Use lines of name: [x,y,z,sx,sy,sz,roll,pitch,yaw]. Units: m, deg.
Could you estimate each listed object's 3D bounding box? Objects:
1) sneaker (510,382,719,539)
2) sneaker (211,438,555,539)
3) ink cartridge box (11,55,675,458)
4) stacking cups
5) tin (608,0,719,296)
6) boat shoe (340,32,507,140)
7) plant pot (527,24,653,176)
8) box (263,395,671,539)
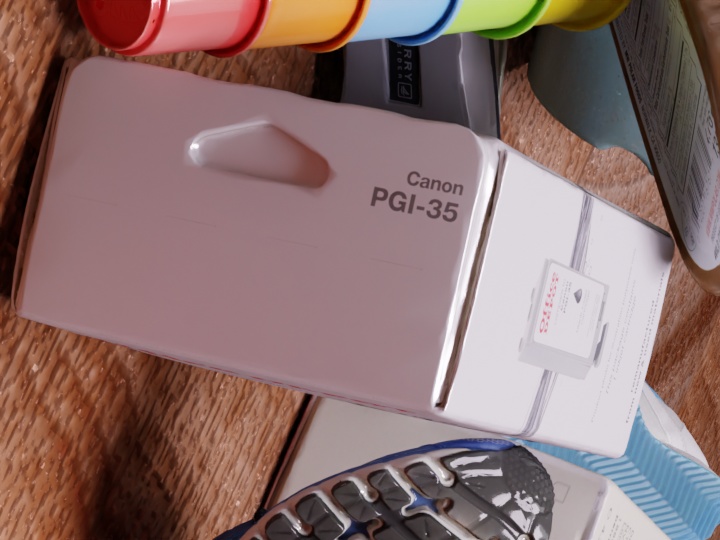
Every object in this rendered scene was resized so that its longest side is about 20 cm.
sneaker: [0.091,0.061,1.272,0.076,0.081,0.200,-41,134,0]
sneaker: [-0.019,0.104,0.949,0.079,0.200,0.089,53,28,-13]
ink cartridge box: [0.000,0.000,0.889,0.200,0.146,0.083,20,83,-68]
stacking cups: [0.004,-0.094,0.868,0.200,0.060,0.061,-12,121,-45]
tin: [0.113,-0.084,0.945,0.112,0.042,0.200,97,-17,-57]
boat shoe: [0.026,-0.069,1.012,0.070,0.071,0.200,-42,136,-52]
plant pot: [0.167,-0.143,1.148,0.200,0.200,0.196,-30,143,-59]
box: [0.047,0.132,1.144,0.109,0.128,0.200,-67,158,-9]
